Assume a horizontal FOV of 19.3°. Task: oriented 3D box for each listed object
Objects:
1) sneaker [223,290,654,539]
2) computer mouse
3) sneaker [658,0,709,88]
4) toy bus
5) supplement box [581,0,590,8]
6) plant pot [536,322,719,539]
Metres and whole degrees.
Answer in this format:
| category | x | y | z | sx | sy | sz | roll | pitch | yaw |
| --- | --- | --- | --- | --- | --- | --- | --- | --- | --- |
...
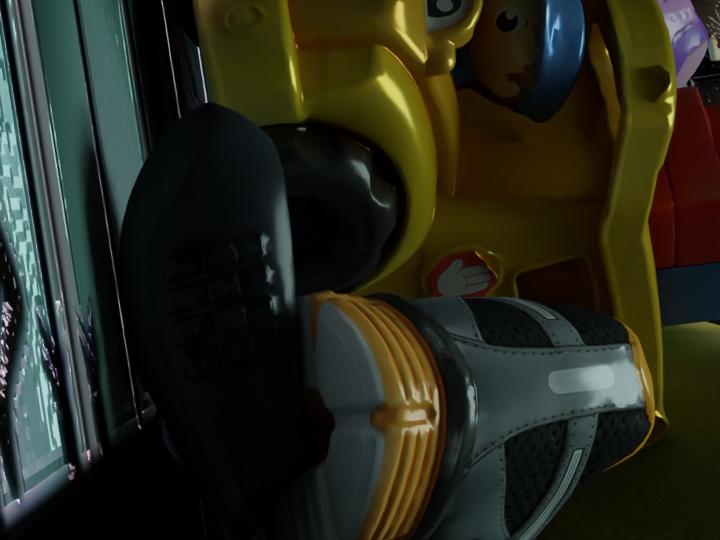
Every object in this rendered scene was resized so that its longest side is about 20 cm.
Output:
| category | x | y | z | sx | sy | sz | roll | pitch | yaw |
| --- | --- | --- | --- | --- | --- | --- | --- | --- | --- |
| sneaker | 0.008 | 0.049 | 0.526 | 0.200 | 0.077 | 0.078 | 147 | -66 | -72 |
| computer mouse | -0.033 | 0.064 | 0.463 | 0.059 | 0.034 | 0.200 | 171 | -85 | -73 |
| sneaker | 0.062 | -0.060 | 0.801 | 0.081 | 0.088 | 0.200 | 61 | -30 | 2 |
| toy bus | 0.045 | -0.031 | 0.643 | 0.136 | 0.192 | 0.200 | -94 | 173 | -45 |
| supplement box | 0.088 | -0.159 | 0.681 | 0.103 | 0.200 | 0.131 | 66 | 33 | -30 |
| plant pot | 0.138 | 0.102 | 0.706 | 0.200 | 0.187 | 0.187 | -8 | -89 | 65 |
